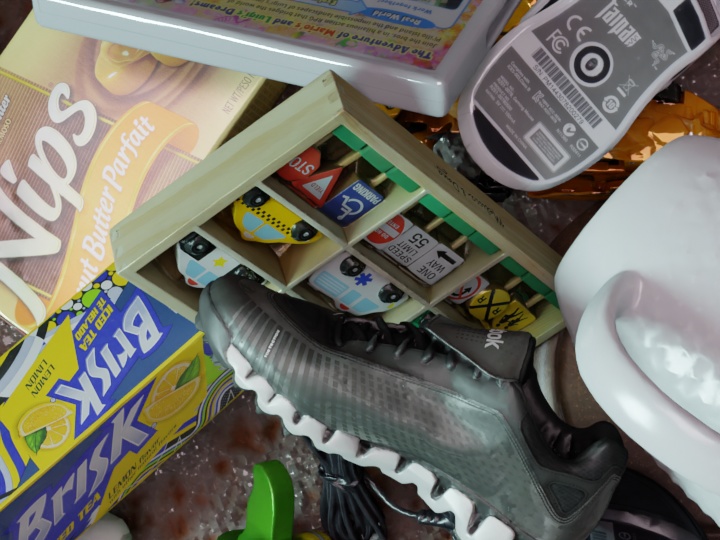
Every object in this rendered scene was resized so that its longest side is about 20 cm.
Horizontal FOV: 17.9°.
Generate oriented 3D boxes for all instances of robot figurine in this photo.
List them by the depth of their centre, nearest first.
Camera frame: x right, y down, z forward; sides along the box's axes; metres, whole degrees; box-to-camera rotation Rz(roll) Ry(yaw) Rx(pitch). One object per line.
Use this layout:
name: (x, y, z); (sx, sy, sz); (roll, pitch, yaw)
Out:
robot figurine: (0.078, -0.093, 1.082); (0.200, 0.058, 0.145); (2, 79, 7)

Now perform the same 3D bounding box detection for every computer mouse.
computer mouse: (0.122, -0.118, 1.025); (0.200, 0.044, 0.110); (-41, 102, -1)
computer mouse: (0.067, 0.089, 1.038); (0.200, 0.140, 0.046); (6, 48, 25)

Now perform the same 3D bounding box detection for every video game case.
video game case: (-0.020, -0.148, 1.042); (0.200, 0.024, 0.182); (15, 44, 19)

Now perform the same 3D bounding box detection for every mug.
mug: (0.164, 0.037, 0.969); (0.175, 0.200, 0.148); (43, 122, 13)

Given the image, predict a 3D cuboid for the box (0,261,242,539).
box: (-0.127, 0.064, 1.052); (0.064, 0.070, 0.200); (37, 65, 28)

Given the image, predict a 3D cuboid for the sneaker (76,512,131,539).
sneaker: (-0.200, 0.088, 1.106); (0.200, 0.070, 0.080); (21, 87, 8)

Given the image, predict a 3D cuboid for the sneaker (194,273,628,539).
sneaker: (0.028, 0.048, 0.958); (0.200, 0.066, 0.091); (35, 110, -4)

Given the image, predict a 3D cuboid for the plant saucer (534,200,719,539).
plant saucer: (0.167, 0.050, 1.081); (0.200, 0.034, 0.200); (0, 87, 6)

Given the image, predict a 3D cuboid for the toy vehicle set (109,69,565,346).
toy vehicle set: (0.000, 0.000, 1.020); (0.124, 0.200, 0.027); (-35, 47, 19)

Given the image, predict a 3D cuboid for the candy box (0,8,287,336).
candy box: (-0.126, -0.067, 1.111); (0.115, 0.055, 0.200); (35, 92, 8)

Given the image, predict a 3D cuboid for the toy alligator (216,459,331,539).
toy alligator: (-0.040, 0.191, 1.092); (0.054, 0.059, 0.200); (-11, 89, 49)
